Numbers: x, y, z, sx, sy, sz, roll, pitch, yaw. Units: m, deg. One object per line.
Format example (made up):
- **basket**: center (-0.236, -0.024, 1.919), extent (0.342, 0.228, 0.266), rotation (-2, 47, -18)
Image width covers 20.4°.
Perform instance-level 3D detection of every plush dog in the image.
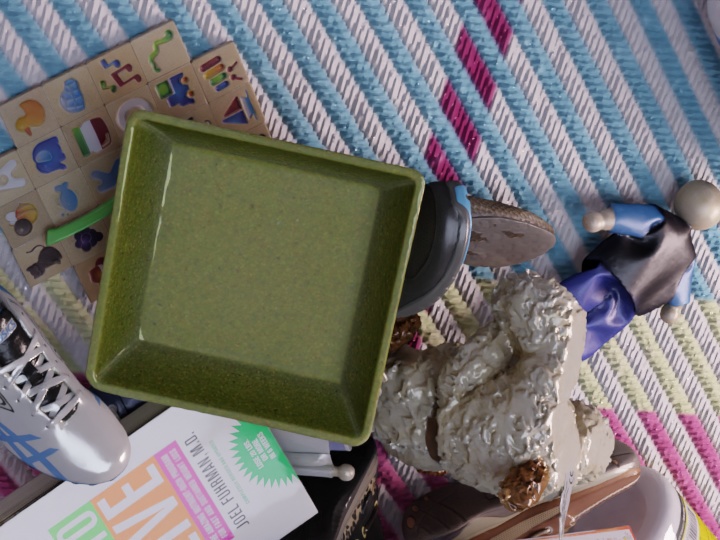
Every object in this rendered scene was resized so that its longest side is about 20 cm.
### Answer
- **plush dog**: center (0.078, 0.110, 1.494), extent (0.161, 0.171, 0.201), rotation (-56, 141, -38)

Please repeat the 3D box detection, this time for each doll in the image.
- **doll**: center (0.202, 0.001, 1.555), extent (0.200, 0.048, 0.137), rotation (-39, 125, 0)

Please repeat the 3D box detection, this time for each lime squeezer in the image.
- **lime squeezer**: center (-0.113, -0.042, 1.371), extent (0.198, 0.038, 0.071), rotation (7, 79, -2)

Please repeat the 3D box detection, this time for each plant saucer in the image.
- **plant saucer**: center (-0.071, 0.001, 1.345), extent (0.198, 0.048, 0.202), rotation (12, 110, 0)

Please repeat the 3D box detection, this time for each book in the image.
- **book**: center (-0.146, 0.172, 1.414), extent (0.199, 0.048, 0.134), rotation (-34, 109, -12)

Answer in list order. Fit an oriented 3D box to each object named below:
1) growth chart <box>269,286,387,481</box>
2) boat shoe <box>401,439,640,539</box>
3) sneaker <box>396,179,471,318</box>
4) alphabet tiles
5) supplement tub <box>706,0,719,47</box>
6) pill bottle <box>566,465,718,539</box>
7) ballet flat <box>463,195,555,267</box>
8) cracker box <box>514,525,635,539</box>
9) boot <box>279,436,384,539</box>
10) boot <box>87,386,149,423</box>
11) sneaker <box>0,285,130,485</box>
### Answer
- **growth chart**: center (-0.052, 0.079, 1.439), extent (0.143, 0.018, 0.201), rotation (9, 129, 6)
- **boat shoe**: center (0.132, 0.193, 1.609), extent (0.198, 0.076, 0.072), rotation (-20, 117, -2)
- **sneaker**: center (0.000, 0.000, 1.407), extent (0.081, 0.074, 0.200), rotation (18, 137, -34)
- **alphabet tiles**: center (-0.159, -0.073, 1.384), extent (0.199, 0.006, 0.167), rotation (-28, 124, -9)
- **supplement tub**: center (0.347, -0.143, 1.494), extent (0.131, 0.132, 0.201), rotation (-33, 125, -4)
- **pill bottle**: center (0.256, 0.261, 1.673), extent (0.112, 0.113, 0.200), rotation (-41, 124, 1)
- **ballet flat**: center (0.058, -0.041, 1.473), extent (0.199, 0.047, 0.067), rotation (8, 142, -29)
- **cracker box**: center (0.104, 0.255, 1.502), extent (0.199, 0.058, 0.134), rotation (-1, 147, -36)
- **boot**: center (-0.031, 0.239, 1.518), extent (0.201, 0.073, 0.151), rotation (-59, 146, -41)
- **boot**: center (-0.141, 0.160, 1.466), extent (0.090, 0.073, 0.201), rotation (-35, 117, -7)
- **sneaker**: center (-0.231, 0.068, 1.340), extent (0.200, 0.072, 0.072), rotation (46, 68, -5)
